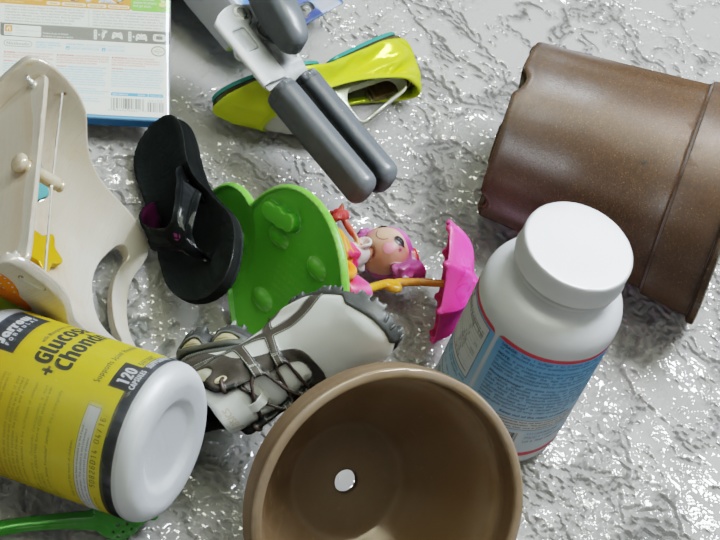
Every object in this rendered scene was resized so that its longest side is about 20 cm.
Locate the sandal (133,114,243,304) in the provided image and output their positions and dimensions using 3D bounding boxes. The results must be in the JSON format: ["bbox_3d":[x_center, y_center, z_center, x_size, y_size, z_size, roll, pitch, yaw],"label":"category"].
[{"bbox_3d":[-0.144,-0.047,1.646,0.048,0.075,0.201,26,24,-39],"label":"sandal"}]

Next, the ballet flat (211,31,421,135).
[{"bbox_3d":[-0.028,-0.145,1.793,0.199,0.067,0.067,-21,78,-34],"label":"ballet flat"}]

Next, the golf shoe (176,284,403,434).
[{"bbox_3d":[-0.057,0.075,1.504,0.078,0.199,0.095,50,42,-23],"label":"golf shoe"}]

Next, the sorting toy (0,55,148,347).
[{"bbox_3d":[-0.218,-0.018,1.572,0.180,0.107,0.201,39,35,-37],"label":"sorting toy"}]

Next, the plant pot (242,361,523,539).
[{"bbox_3d":[0.004,0.156,1.498,0.200,0.202,0.093,-4,12,-23],"label":"plant pot"}]

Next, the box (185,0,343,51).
[{"bbox_3d":[-0.118,-0.275,1.838,0.200,0.048,0.122,50,41,1],"label":"box"}]

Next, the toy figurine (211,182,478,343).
[{"bbox_3d":[0.000,0.000,1.661,0.183,0.151,0.200,-1,26,-38],"label":"toy figurine"}]

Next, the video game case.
[{"bbox_3d":[-0.224,-0.216,1.738,0.142,0.018,0.201,2,75,-12],"label":"video game case"}]

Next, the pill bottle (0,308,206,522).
[{"bbox_3d":[-0.213,0.091,1.468,0.199,0.112,0.112,16,44,21],"label":"pill bottle"}]

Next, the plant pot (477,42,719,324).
[{"bbox_3d":[0.209,-0.083,1.748,0.197,0.201,0.201,19,47,6],"label":"plant pot"}]

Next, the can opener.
[{"bbox_3d":[-0.043,-0.143,1.704,0.053,0.066,0.200,-27,75,-39],"label":"can opener"}]

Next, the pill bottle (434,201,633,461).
[{"bbox_3d":[0.128,0.044,1.593,0.108,0.200,0.109,10,49,-12],"label":"pill bottle"}]

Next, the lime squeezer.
[{"bbox_3d":[-0.164,0.153,1.516,0.070,0.038,0.200,17,38,40],"label":"lime squeezer"}]
